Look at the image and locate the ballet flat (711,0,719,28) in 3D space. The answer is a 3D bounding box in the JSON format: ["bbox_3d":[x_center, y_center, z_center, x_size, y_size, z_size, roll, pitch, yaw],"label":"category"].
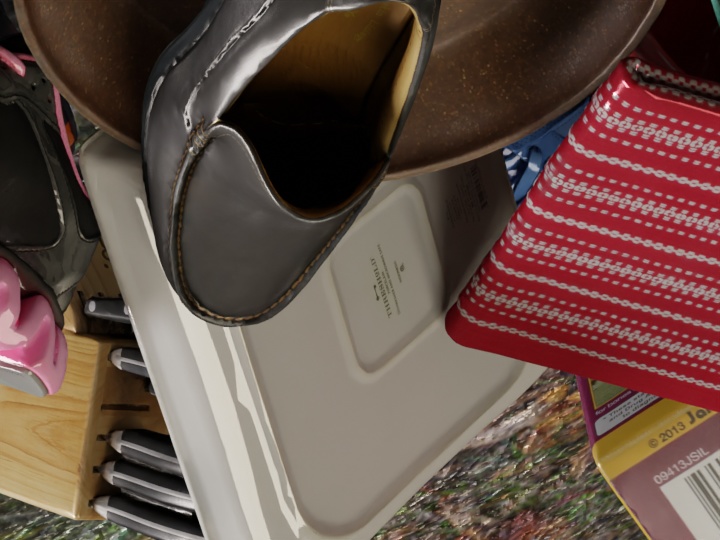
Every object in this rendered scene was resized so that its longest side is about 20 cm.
[{"bbox_3d":[0.126,-0.128,0.721,0.074,0.074,0.201,-26,121,1],"label":"ballet flat"}]

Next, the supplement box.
[{"bbox_3d":[0.174,0.050,1.099,0.131,0.200,0.103,-33,107,13],"label":"supplement box"}]

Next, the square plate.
[{"bbox_3d":[0.000,0.000,0.875,0.198,0.028,0.201,-39,124,-39],"label":"square plate"}]

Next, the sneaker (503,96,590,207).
[{"bbox_3d":[0.086,-0.028,1.004,0.199,0.112,0.077,10,136,-46],"label":"sneaker"}]

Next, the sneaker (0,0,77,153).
[{"bbox_3d":[-0.169,-0.056,0.813,0.112,0.078,0.200,-37,160,13],"label":"sneaker"}]

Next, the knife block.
[{"bbox_3d":[-0.100,0.069,0.949,0.064,0.176,0.200,6,139,-42],"label":"knife block"}]

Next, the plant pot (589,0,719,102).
[{"bbox_3d":[0.176,-0.087,0.898,0.199,0.201,0.183,-23,157,-4],"label":"plant pot"}]

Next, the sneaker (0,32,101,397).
[{"bbox_3d":[-0.133,-0.046,0.751,0.096,0.079,0.200,-60,149,-21],"label":"sneaker"}]

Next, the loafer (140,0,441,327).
[{"bbox_3d":[-0.023,-0.042,0.713,0.072,0.073,0.201,3,140,-12],"label":"loafer"}]

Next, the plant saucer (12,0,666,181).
[{"bbox_3d":[-0.005,-0.100,0.733,0.199,0.037,0.201,-6,143,-4],"label":"plant saucer"}]

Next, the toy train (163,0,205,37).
[{"bbox_3d":[-0.017,-0.150,0.755,0.113,0.086,0.200,-13,148,-15],"label":"toy train"}]

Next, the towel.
[{"bbox_3d":[0.119,-0.004,0.819,0.144,0.023,0.200,14,153,-8],"label":"towel"}]
